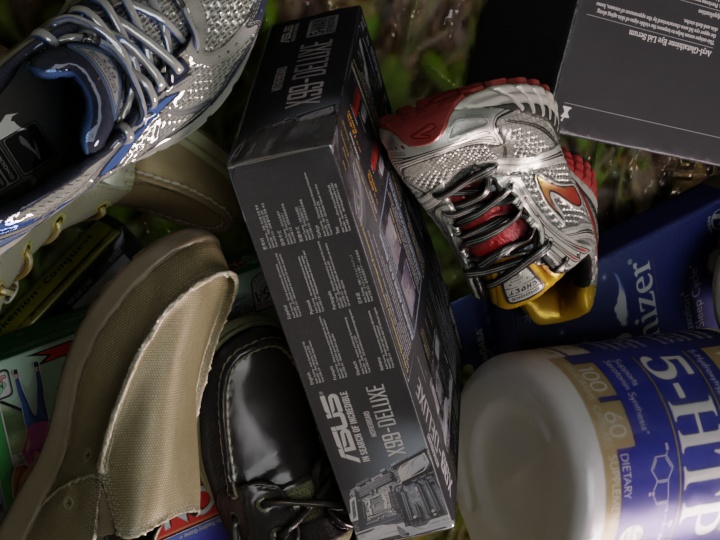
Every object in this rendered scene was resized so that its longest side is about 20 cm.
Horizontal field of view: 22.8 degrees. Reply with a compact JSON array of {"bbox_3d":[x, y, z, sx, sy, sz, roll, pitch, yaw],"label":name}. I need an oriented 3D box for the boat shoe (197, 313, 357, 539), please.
[{"bbox_3d":[-0.029,0.117,0.839,0.073,0.065,0.201,-23,117,-24],"label":"boat shoe"}]

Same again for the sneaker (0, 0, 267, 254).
[{"bbox_3d":[-0.101,-0.068,0.685,0.200,0.085,0.077,-45,100,-19],"label":"sneaker"}]

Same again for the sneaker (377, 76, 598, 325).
[{"bbox_3d":[0.072,-0.030,0.846,0.200,0.077,0.083,32,46,-57],"label":"sneaker"}]

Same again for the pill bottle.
[{"bbox_3d":[0.158,0.092,0.923,0.199,0.120,0.121,-6,109,-30],"label":"pill bottle"}]

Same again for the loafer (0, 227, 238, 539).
[{"bbox_3d":[-0.096,0.078,0.763,0.076,0.067,0.201,-9,127,-65],"label":"loafer"}]

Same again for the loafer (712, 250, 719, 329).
[{"bbox_3d":[0.263,-0.022,1.012,0.200,0.063,0.072,-38,124,-47],"label":"loafer"}]

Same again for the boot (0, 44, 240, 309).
[{"bbox_3d":[-0.146,-0.007,0.752,0.199,0.072,0.156,20,70,-31],"label":"boot"}]

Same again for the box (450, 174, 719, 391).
[{"bbox_3d":[0.137,0.040,0.986,0.199,0.032,0.122,-24,117,-23],"label":"box"}]

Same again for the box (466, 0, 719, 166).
[{"bbox_3d":[0.166,-0.132,0.945,0.199,0.079,0.142,8,98,-36],"label":"box"}]

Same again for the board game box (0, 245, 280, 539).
[{"bbox_3d":[-0.118,0.083,0.826,0.199,0.029,0.135,-21,116,-27],"label":"board game box"}]

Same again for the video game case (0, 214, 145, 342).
[{"bbox_3d":[-0.124,0.103,0.864,0.181,0.025,0.200,-47,126,-12],"label":"video game case"}]

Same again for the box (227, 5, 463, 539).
[{"bbox_3d":[0.000,0.000,0.830,0.049,0.158,0.201,-12,118,12],"label":"box"}]
